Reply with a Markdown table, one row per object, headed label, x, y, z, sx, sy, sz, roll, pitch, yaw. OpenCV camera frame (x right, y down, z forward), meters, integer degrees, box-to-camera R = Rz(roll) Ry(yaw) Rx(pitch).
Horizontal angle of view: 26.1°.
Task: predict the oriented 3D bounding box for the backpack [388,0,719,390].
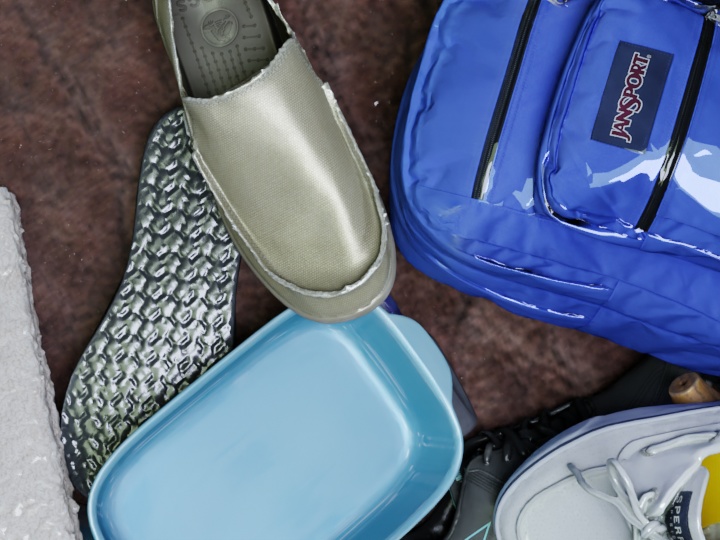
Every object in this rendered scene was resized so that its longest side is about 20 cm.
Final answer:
| label | x | y | z | sx | sy | sz | roll | pitch | yaw |
| --- | --- | --- | --- | --- | --- | --- | --- | --- | --- |
| backpack | 0.115 | -0.059 | 0.696 | 0.200 | 0.168 | 0.163 | 17 | 76 | 5 |

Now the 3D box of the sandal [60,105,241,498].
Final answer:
| label | x | y | z | sx | sy | sz | roll | pitch | yaw |
| --- | --- | --- | --- | --- | --- | --- | --- | --- | --- |
| sandal | -0.092 | 0.019 | 0.771 | 0.075 | 0.048 | 0.201 | 17 | 86 | -4 |

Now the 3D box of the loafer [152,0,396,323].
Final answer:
| label | x | y | z | sx | sy | sz | roll | pitch | yaw |
| --- | --- | --- | --- | --- | --- | --- | --- | --- | --- |
| loafer | -0.048 | -0.068 | 0.717 | 0.076 | 0.068 | 0.200 | -28 | 80 | 1 |

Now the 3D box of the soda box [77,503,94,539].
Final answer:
| label | x | y | z | sx | sy | sz | roll | pitch | yaw |
| --- | --- | --- | --- | --- | --- | --- | --- | --- | --- |
| soda box | -0.093 | 0.170 | 0.779 | 0.199 | 0.068 | 0.064 | 16 | 97 | -5 |

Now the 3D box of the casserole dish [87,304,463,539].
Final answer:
| label | x | y | z | sx | sy | sz | roll | pitch | yaw |
| --- | --- | --- | --- | --- | --- | --- | --- | --- | --- |
| casserole dish | -0.041 | 0.096 | 0.736 | 0.200 | 0.039 | 0.121 | -39 | 99 | -21 |

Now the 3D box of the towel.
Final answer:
| label | x | y | z | sx | sy | sz | roll | pitch | yaw |
| --- | --- | --- | --- | --- | --- | --- | --- | --- | --- |
| towel | -0.211 | 0.061 | 0.737 | 0.132 | 0.034 | 0.200 | -16 | 74 | 2 |

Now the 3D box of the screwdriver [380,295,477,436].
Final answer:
| label | x | y | z | sx | sy | sz | roll | pitch | yaw |
| --- | --- | --- | --- | --- | --- | --- | --- | --- | --- |
| screwdriver | 0.000 | 0.000 | 0.780 | 0.028 | 0.029 | 0.200 | -31 | 95 | 3 |

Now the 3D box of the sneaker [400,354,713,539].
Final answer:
| label | x | y | z | sx | sy | sz | roll | pitch | yaw |
| --- | --- | --- | --- | --- | --- | --- | --- | --- | --- |
| sneaker | 0.093 | 0.105 | 0.773 | 0.079 | 0.075 | 0.200 | 41 | 95 | -4 |

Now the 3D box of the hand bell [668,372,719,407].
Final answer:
| label | x | y | z | sx | sy | sz | roll | pitch | yaw |
| --- | --- | --- | --- | --- | --- | --- | --- | --- | --- |
| hand bell | 0.205 | 0.127 | 0.748 | 0.104 | 0.104 | 0.200 | -34 | 110 | 3 |

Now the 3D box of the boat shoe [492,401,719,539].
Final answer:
| label | x | y | z | sx | sy | sz | roll | pitch | yaw |
| --- | --- | --- | --- | --- | --- | --- | --- | --- | --- |
| boat shoe | 0.142 | 0.104 | 0.676 | 0.202 | 0.086 | 0.075 | -16 | 100 | 26 |
